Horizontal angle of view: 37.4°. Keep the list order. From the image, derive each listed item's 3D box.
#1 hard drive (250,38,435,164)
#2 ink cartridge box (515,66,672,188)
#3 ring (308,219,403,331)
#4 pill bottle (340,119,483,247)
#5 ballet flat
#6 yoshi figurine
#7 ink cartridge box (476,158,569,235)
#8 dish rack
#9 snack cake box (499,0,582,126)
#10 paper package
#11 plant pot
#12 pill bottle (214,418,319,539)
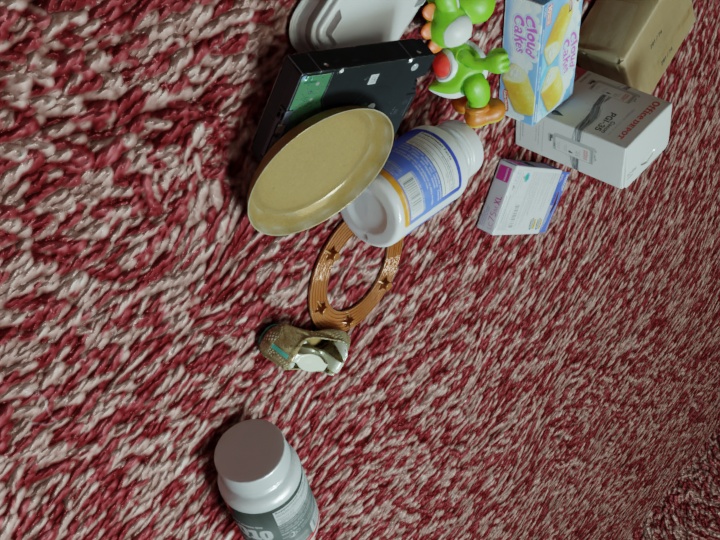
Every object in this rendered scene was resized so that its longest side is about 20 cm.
[{"bbox_3d":[-0.020,-0.193,1.213,0.199,0.038,0.140,-18,149,-38],"label":"hard drive"},{"bbox_3d":[0.364,-0.229,1.661,0.146,0.199,0.083,-41,144,-30],"label":"ink cartridge box"},{"bbox_3d":[0.000,0.000,1.481,0.200,0.019,0.201,-35,140,-36],"label":"ring"},{"bbox_3d":[0.071,-0.123,1.398,0.200,0.112,0.113,-36,141,-37],"label":"pill bottle"},{"bbox_3d":[-0.061,0.115,1.432,0.200,0.065,0.071,9,118,-57],"label":"ballet flat"},{"bbox_3d":[0.147,-0.296,1.382,0.112,0.112,0.201,-63,144,-39],"label":"yoshi figurine"},{"bbox_3d":[0.273,-0.121,1.770,0.199,0.042,0.120,-3,116,-53],"label":"ink cartridge box"},{"bbox_3d":[0.012,-0.306,1.231,0.201,0.043,0.172,-58,149,-7],"label":"dish rack"},{"bbox_3d":[0.265,-0.331,1.565,0.115,0.067,0.201,-38,142,-33],"label":"snack cake box"},{"bbox_3d":[0.452,-0.394,1.759,0.201,0.103,0.191,-59,151,-6],"label":"paper package"},{"bbox_3d":[-0.050,-0.119,1.228,0.199,0.028,0.200,-30,154,-16],"label":"plant pot"},{"bbox_3d":[-0.127,0.295,1.433,0.114,0.114,0.201,-45,145,-25],"label":"pill bottle"}]
